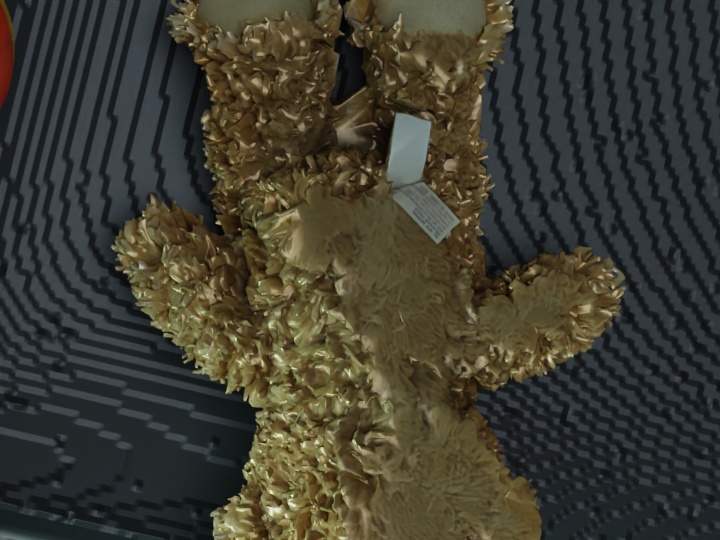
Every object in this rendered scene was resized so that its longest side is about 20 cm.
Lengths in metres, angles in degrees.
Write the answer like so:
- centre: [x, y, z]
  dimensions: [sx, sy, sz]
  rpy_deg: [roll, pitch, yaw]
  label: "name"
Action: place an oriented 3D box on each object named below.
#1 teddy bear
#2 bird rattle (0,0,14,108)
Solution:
- centre: [0.000, 0.000, 0.850]
  dimensions: [0.145, 0.067, 0.200]
  rpy_deg: [-21, 89, -20]
  label: "teddy bear"
- centre: [-0.118, -0.080, 0.760]
  dimensions: [0.113, 0.200, 0.163]
  rpy_deg: [-11, 117, -11]
  label: "bird rattle"
